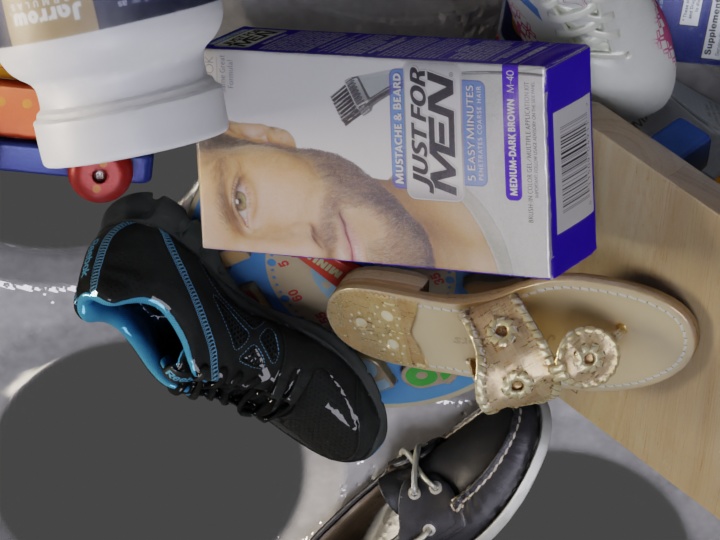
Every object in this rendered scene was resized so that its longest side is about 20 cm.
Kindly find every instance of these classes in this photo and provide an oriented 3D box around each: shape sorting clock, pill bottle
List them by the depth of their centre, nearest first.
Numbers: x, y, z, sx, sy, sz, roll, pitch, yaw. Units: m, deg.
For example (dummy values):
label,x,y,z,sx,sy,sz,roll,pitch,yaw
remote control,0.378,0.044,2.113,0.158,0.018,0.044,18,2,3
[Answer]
label,x,y,z,sx,sy,sz,roll,pitch,yaw
pill bottle,-0.130,-0.156,1.385,0.115,0.116,0.200,-12,98,5
shape sorting clock,0.000,0.000,1.560,0.200,0.039,0.200,9,132,10

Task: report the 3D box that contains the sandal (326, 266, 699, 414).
label,x,y,z,sx,sy,sz,roll,pitch,yaw
sandal,0.068,0.048,1.474,0.211,0.070,0.078,6,132,30

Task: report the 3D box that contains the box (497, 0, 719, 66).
label,x,y,z,sx,sy,sz,roll,pitch,yaw
box,0.175,-0.166,1.474,0.200,0.032,0.121,5,116,-7

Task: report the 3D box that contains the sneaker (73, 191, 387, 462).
label,x,y,z,sx,sy,sz,roll,pitch,yaw
sneaker,-0.074,0.049,1.549,0.200,0.082,0.073,39,134,-13

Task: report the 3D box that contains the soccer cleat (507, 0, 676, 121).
label,x,y,z,sx,sy,sz,roll,pitch,yaw
soccer cleat,0.099,-0.147,1.413,0.070,0.086,0.200,-27,115,10

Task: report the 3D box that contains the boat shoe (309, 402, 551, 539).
label,x,y,z,sx,sy,sz,roll,pitch,yaw
boat shoe,0.033,0.135,1.656,0.060,0.074,0.200,28,127,-25

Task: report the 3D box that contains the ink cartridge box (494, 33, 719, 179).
label,x,y,z,sx,sy,sz,roll,pitch,yaw
ink cartridge box,0.130,-0.036,1.557,0.200,0.050,0.162,26,118,-22

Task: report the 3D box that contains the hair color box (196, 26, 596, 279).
label,x,y,z,sx,sy,sz,roll,pitch,yaw
hair color box,0.016,-0.061,1.443,0.200,0.065,0.110,5,108,28

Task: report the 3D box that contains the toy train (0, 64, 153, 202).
label,x,y,z,sx,sy,sz,roll,pitch,yaw
toy train,-0.203,-0.109,1.479,0.200,0.085,0.116,6,113,-6

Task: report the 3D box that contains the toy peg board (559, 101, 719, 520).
label,x,y,z,sx,sy,sz,roll,pitch,yaw
toy peg board,0.203,0.020,1.481,0.098,0.199,0.200,-33,146,-31
